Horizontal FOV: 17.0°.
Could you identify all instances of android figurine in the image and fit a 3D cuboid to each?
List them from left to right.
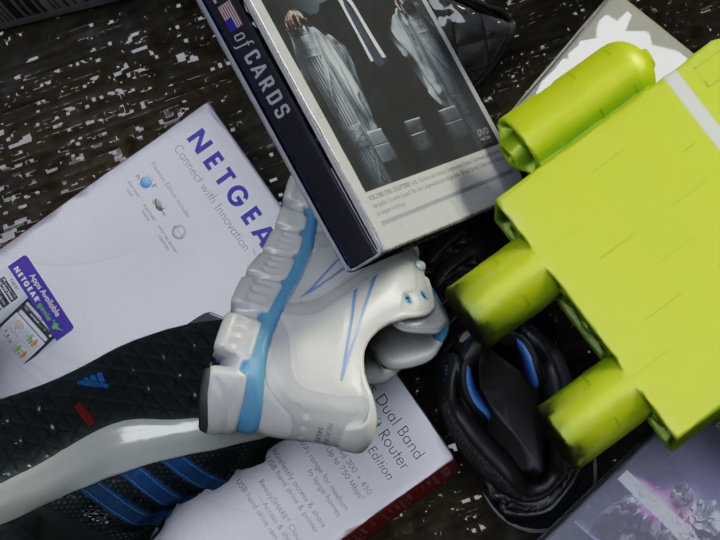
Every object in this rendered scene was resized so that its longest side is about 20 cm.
[{"bbox_3d":[0.139,-0.013,0.974,0.200,0.041,0.182,-37,77,-8],"label":"android figurine"}]

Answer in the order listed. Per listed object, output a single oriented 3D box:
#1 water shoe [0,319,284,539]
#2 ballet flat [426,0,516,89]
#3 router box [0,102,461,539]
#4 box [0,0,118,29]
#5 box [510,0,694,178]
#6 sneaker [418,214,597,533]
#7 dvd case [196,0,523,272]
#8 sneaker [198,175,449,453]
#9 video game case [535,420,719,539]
[{"bbox_3d":[-0.099,0.082,1.025,0.199,0.079,0.072,-16,39,-16],"label":"water shoe"},{"bbox_3d":[-0.004,-0.164,1.103,0.057,0.066,0.200,-41,85,18],"label":"ballet flat"},{"bbox_3d":[-0.083,0.057,1.081,0.179,0.049,0.201,-36,78,-1],"label":"router box"},{"bbox_3d":[-0.191,-0.212,1.067,0.197,0.200,0.173,-13,77,4],"label":"box"},{"bbox_3d":[0.162,-0.021,1.046,0.200,0.095,0.078,40,86,13],"label":"box"},{"bbox_3d":[0.050,0.013,1.042,0.073,0.112,0.201,-26,78,0],"label":"sneaker"},{"bbox_3d":[-0.013,-0.104,0.993,0.025,0.150,0.201,-30,87,29],"label":"dvd case"},{"bbox_3d":[0.000,0.000,1.008,0.086,0.075,0.201,18,52,3],"label":"sneaker"},{"bbox_3d":[0.132,0.156,1.009,0.200,0.019,0.143,-43,90,-5],"label":"video game case"}]
